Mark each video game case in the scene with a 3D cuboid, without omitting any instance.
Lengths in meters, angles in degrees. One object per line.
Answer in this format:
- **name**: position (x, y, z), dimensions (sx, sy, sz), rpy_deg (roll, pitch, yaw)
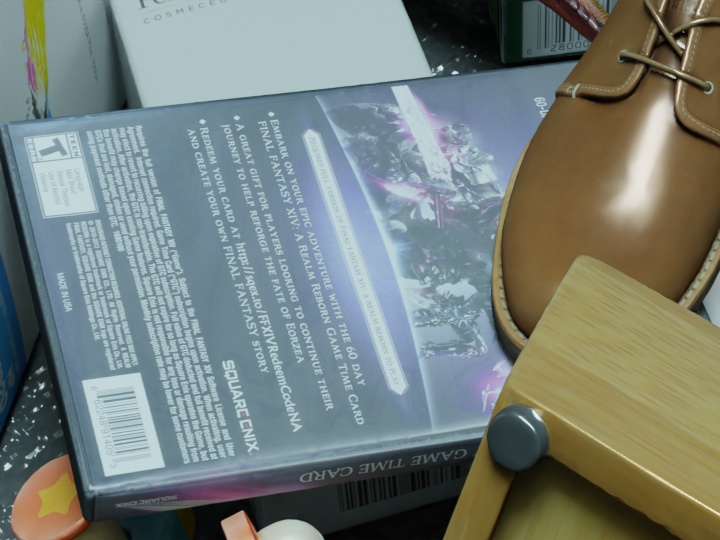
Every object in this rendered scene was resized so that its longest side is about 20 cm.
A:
- **video game case**: position (0.000, 0.000, 0.722), dimensions (0.198, 0.019, 0.143), rpy_deg (-7, 51, -16)

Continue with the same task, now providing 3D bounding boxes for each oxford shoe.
- **oxford shoe**: position (0.090, -0.056, 0.722), dimensions (0.071, 0.071, 0.201), rpy_deg (18, 58, 14)

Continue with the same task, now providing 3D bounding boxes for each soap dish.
- **soap dish**: position (0.078, 0.121, 0.614), dimensions (0.157, 0.201, 0.081), rpy_deg (31, 25, 25)

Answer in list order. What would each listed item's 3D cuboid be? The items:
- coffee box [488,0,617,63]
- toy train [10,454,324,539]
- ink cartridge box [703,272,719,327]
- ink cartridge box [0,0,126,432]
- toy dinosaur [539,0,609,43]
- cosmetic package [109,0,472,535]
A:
- **coffee box**: position (0.142, -0.146, 0.908), dimensions (0.198, 0.044, 0.124), rpy_deg (-9, 53, -2)
- **toy train**: position (-0.072, 0.112, 0.666), dimensions (0.150, 0.056, 0.199), rpy_deg (-38, 31, -26)
- **ink cartridge box**: position (0.211, 0.018, 0.775), dimensions (0.199, 0.057, 0.163), rpy_deg (-26, 55, -10)
- **ink cartridge box**: position (-0.174, -0.063, 0.803), dimensions (0.146, 0.145, 0.201), rpy_deg (8, 54, 11)
- **toy dinosaur**: position (0.005, -0.140, 0.862), dimensions (0.104, 0.181, 0.202), rpy_deg (12, 65, -33)
- **cosmetic package**: position (-0.013, -0.017, 0.803), dimensions (0.101, 0.071, 0.201), rpy_deg (-16, 52, -8)
